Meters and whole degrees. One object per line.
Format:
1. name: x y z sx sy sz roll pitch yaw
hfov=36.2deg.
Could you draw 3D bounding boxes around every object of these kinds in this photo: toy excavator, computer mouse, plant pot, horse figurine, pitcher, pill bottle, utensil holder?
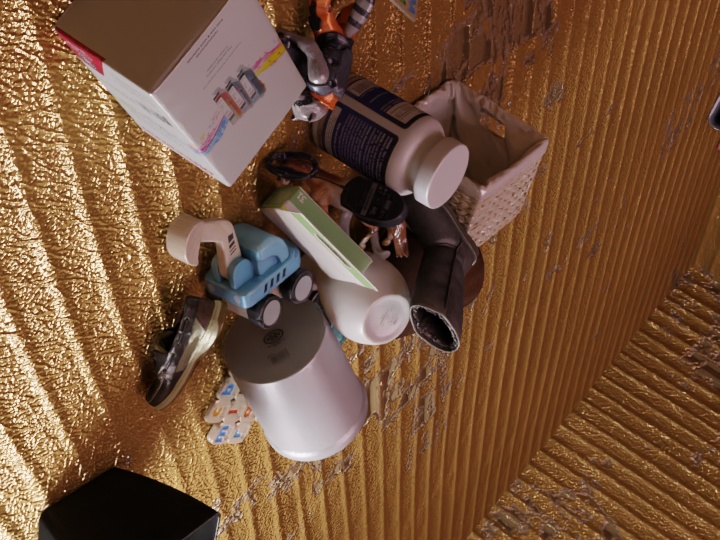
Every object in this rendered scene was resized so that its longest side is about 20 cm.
1. toy excavator: -0.163 -0.019 1.437 0.194 0.099 0.202 -40 137 -37
2. computer mouse: -0.032 -0.106 1.449 0.034 0.198 0.059 105 10 -67
3. plant pot: -0.330 0.392 1.491 0.199 0.177 0.201 -31 144 -45
4. horse figurine: -0.016 -0.088 1.509 0.133 0.198 0.050 97 17 -51
5. plant pot: 0.070 0.025 1.748 0.200 0.186 0.188 -39 150 -46
6. pitcher: 0.000 0.000 1.594 0.120 0.200 0.173 14 109 -37
7. pill bottle: 0.041 -0.172 1.482 0.116 0.199 0.116 -41 151 -29
8. utensil holder: -0.095 0.157 1.628 0.170 0.169 0.201 -47 140 -21

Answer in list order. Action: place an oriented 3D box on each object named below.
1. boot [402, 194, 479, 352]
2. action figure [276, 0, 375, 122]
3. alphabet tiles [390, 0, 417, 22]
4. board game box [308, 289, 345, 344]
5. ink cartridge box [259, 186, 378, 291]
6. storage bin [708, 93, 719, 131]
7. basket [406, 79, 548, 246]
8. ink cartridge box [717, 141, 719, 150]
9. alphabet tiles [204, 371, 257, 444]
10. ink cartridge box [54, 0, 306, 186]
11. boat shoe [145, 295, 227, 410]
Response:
1. boot: 0.094 -0.007 1.561 0.072 0.182 0.201 -33 -159 42
2. action figure: -0.048 -0.272 1.320 0.200 0.104 0.196 -4 112 -66
3. alphabet tiles: 0.045 -0.422 1.317 0.167 0.007 0.203 18 77 -65
4. board game box: -0.034 0.042 1.801 0.136 0.028 0.200 -53 156 -9
5. ink cartridge box: -0.045 -0.044 1.431 0.048 0.145 0.200 -49 -163 -11
6. storage bin: 1.112 -0.486 3.180 0.202 0.145 0.134 -65 164 18
7. basket: 0.151 -0.157 1.714 0.200 0.197 0.162 -37 154 -37
8. ink cartridge box: 1.211 -0.437 3.391 0.084 0.145 0.202 -25 140 -47
9. alphabet tiles: -0.170 0.185 1.736 0.201 0.015 0.195 -61 155 8
10. ink cartridge box: -0.173 -0.211 1.108 0.145 0.145 0.200 -53 156 -9
11. boat shoe: -0.242 0.103 1.452 0.201 0.064 0.074 -54 -161 29
